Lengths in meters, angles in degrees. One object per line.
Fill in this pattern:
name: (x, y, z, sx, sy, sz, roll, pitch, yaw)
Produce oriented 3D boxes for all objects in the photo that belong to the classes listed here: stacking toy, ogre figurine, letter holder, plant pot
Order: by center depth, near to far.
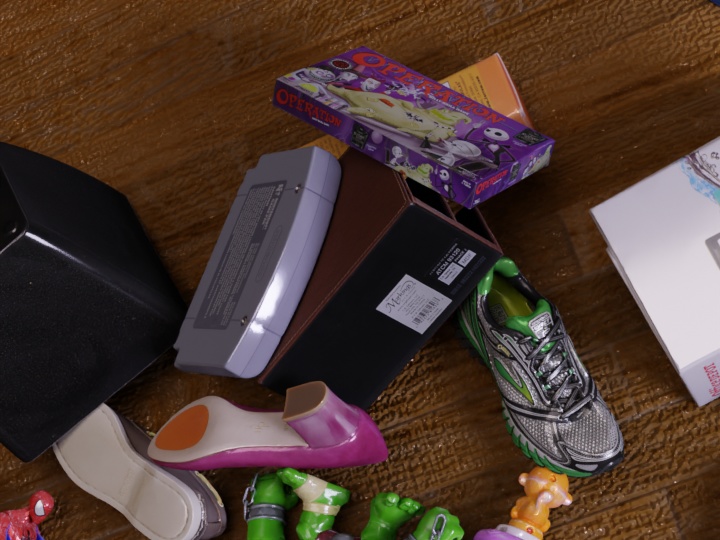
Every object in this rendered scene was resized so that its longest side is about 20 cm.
stacking toy: (0.110, 0.239, 1.104, 0.116, 0.110, 0.200, 25, 72, 7)
ogre figurine: (-0.020, 0.232, 1.144, 0.200, 0.098, 0.120, 12, 72, 17)
letter holder: (0.000, 0.000, 1.180, 0.200, 0.100, 0.142, -50, 33, 20)
plant pot: (-0.301, 0.008, 1.236, 0.200, 0.177, 0.200, -40, 49, 6)

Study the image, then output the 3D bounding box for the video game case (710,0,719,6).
video game case: (0.387, -0.274, 1.178, 0.200, 0.045, 0.181, 39, 91, 24)

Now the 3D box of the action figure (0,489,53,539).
action figure: (-0.314, 0.290, 1.246, 0.099, 0.065, 0.200, 29, 87, 32)

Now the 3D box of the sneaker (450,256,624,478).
sneaker: (0.138, 0.077, 1.129, 0.078, 0.085, 0.200, -28, 66, -19)

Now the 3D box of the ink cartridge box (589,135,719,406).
ink cartridge box: (0.301, -0.015, 1.078, 0.200, 0.147, 0.146, -29, 68, 10)

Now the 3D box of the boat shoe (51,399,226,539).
boat shoe: (-0.196, 0.171, 1.241, 0.200, 0.059, 0.072, 33, 99, 33)

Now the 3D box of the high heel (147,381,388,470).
high heel: (-0.078, 0.143, 1.164, 0.200, 0.096, 0.067, -21, 41, 28)

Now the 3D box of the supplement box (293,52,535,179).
supplement box: (0.046, -0.110, 1.238, 0.200, 0.067, 0.069, -26, 68, 10)

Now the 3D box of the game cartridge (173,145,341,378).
game cartridge: (-0.084, -0.006, 1.183, 0.133, 0.040, 0.200, -4, 62, 62)

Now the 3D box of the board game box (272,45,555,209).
board game box: (0.042, -0.120, 1.149, 0.200, 0.120, 0.032, 30, 122, 26)
